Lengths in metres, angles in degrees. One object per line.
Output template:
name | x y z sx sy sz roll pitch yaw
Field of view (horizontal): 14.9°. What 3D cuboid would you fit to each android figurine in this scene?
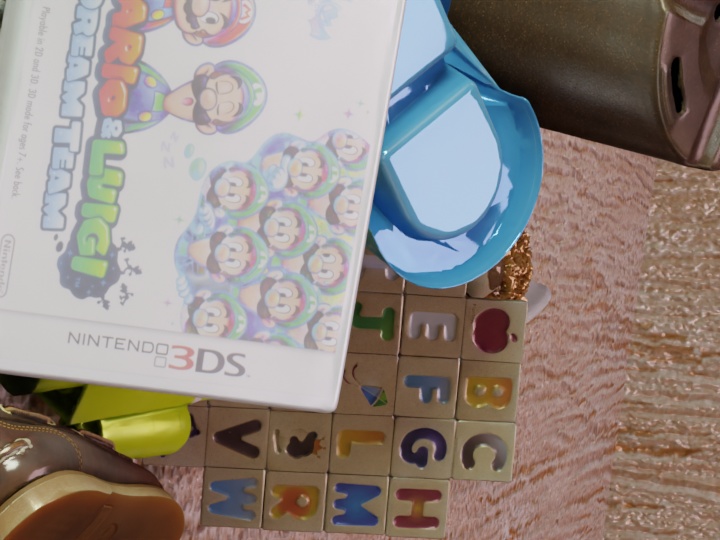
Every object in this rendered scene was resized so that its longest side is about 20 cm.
android figurine | -0.078 0.009 1.269 0.200 0.041 0.182 -4 127 -53

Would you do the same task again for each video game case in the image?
video game case | -0.074 -0.047 1.174 0.024 0.182 0.201 12 -87 60

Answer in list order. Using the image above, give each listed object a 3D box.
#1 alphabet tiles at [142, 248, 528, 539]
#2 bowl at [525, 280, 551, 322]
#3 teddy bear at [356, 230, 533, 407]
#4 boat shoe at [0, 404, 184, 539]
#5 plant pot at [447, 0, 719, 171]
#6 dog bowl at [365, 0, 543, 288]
alphabet tiles | -0.013 0.059 1.451 0.006 0.199 0.167 -119 -147 -76
bowl | 0.004 0.023 1.602 0.091 0.201 0.201 62 19 -5
teddy bear | 0.000 0.000 1.477 0.067 0.199 0.146 136 -34 -72
boat shoe | -0.134 0.097 1.212 0.070 0.070 0.200 -43 161 -3
plant pot | 0.122 -0.151 1.395 0.200 0.198 0.201 -24 125 -40
dog bowl | 0.016 -0.085 1.327 0.111 0.050 0.200 -40 123 -23
